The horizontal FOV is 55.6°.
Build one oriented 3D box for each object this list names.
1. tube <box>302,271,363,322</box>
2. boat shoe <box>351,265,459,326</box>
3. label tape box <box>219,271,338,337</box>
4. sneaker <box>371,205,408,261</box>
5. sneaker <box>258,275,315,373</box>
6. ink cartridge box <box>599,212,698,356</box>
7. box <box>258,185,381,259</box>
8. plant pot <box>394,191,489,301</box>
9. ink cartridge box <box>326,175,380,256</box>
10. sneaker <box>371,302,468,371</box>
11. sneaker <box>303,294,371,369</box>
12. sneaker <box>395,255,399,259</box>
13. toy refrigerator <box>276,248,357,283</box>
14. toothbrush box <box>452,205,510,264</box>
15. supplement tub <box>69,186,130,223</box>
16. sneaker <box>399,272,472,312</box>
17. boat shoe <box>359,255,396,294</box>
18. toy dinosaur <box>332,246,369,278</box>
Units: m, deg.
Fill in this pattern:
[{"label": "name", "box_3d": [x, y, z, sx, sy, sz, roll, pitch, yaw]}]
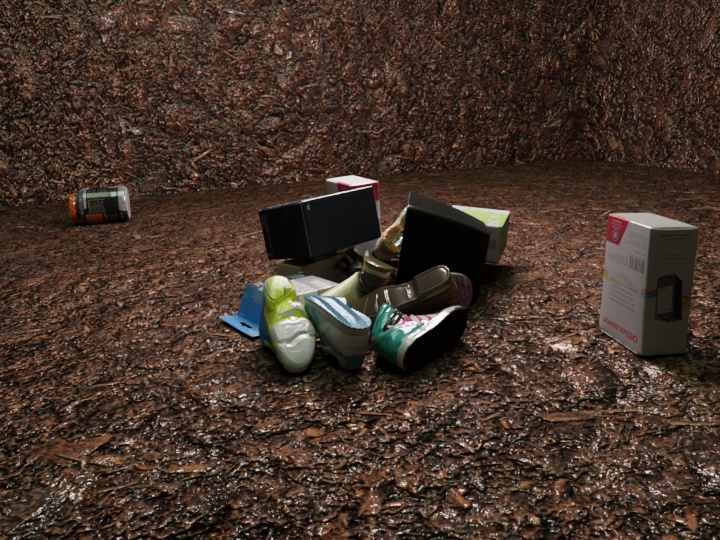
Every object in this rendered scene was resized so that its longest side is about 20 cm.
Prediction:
[{"label": "tube", "box_3d": [-0.057, 0.070, 1.274, 0.052, 0.059, 0.198, 43, 40, 19]}, {"label": "boat shoe", "box_3d": [0.077, 0.064, 1.190, 0.196, 0.069, 0.073, -20, 36, 17]}, {"label": "label tape box", "box_3d": [-0.157, 0.061, 1.317, 0.196, 0.068, 0.142, -11, 17, -35]}, {"label": "sneaker", "box_3d": [0.096, -0.091, 1.599, 0.199, 0.076, 0.087, -37, -1, -34]}, {"label": "sneaker", "box_3d": [-0.125, 0.109, 1.137, 0.074, 0.107, 0.202, 3, 42, -20]}, {"label": "ink cartridge box", "box_3d": [0.464, 0.017, 1.112, 0.083, 0.206, 0.148, -3, 14, -7]}, {"label": "box", "box_3d": [-0.092, -0.103, 1.523, 0.197, 0.127, 0.196, -17, 8, -34]}, {"label": "plant pot", "box_3d": [0.167, -0.036, 1.412, 0.172, 0.205, 0.200, 9, 15, 4]}, {"label": "ink cartridge box", "box_3d": [-0.016, -0.123, 1.692, 0.084, 0.206, 0.147, -10, 16, -27]}, {"label": "sneaker", "box_3d": [0.085, 0.095, 1.127, 0.119, 0.086, 0.198, 21, 26, 35]}, {"label": "sneaker", "box_3d": [-0.048, 0.093, 1.127, 0.075, 0.083, 0.200, 1, 16, -24]}, {"label": "sneaker", "box_3d": [0.127, -0.063, 1.678, 0.197, 0.088, 0.077, 13, 0, 41]}, {"label": "toy refrigerator", "box_3d": [-0.095, -0.004, 1.547, 0.075, 0.072, 0.198, 9, 18, 38]}, {"label": "toothbrush box", "box_3d": [0.262, -0.086, 1.573, 0.142, 0.089, 0.200, 7, 18, 15]}, {"label": "supplement tub", "box_3d": [-0.932, -0.234, 2.449, 0.194, 0.126, 0.122, -5, 15, -14]}, {"label": "sneaker", "box_3d": [0.122, 0.049, 1.305, 0.196, 0.083, 0.088, -11, 9, -26]}, {"label": "boat shoe", "box_3d": [0.027, 0.013, 1.327, 0.070, 0.067, 0.201, 23, 3, 3]}, {"label": "toy dinosaur", "box_3d": [0.000, 0.000, 1.524, 0.077, 0.102, 0.200, -45, -2, 6]}]
